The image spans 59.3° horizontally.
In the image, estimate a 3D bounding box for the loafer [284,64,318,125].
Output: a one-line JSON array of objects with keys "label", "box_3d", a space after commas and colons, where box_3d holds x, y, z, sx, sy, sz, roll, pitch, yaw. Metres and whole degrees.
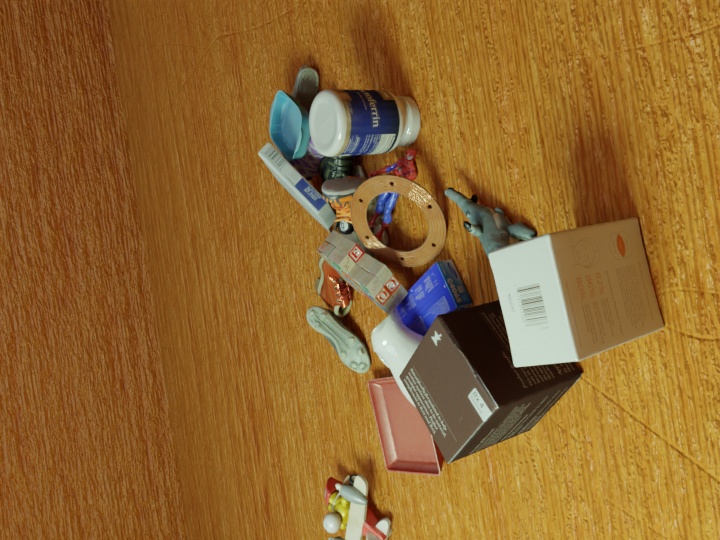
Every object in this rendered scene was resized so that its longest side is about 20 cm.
[{"label": "loafer", "box_3d": [-0.144, -0.392, 1.528, 0.063, 0.070, 0.204, -119, 41, -57]}]

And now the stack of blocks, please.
[{"label": "stack of blocks", "box_3d": [0.000, 0.000, 1.286, 0.115, 0.059, 0.199, 47, 173, -32]}]

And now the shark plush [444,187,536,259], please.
[{"label": "shark plush", "box_3d": [0.206, -0.077, 1.037, 0.203, 0.082, 0.091, 64, 143, 25]}]

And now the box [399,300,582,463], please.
[{"label": "box", "box_3d": [0.201, 0.166, 0.998, 0.168, 0.196, 0.166, 59, 141, 30]}]

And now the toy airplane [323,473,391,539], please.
[{"label": "toy airplane", "box_3d": [-0.020, 0.589, 1.492, 0.198, 0.138, 0.205, -32, 70, 54]}]

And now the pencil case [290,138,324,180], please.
[{"label": "pencil case", "box_3d": [-0.096, -0.299, 1.448, 0.200, 0.083, 0.086, -49, 45, 48]}]

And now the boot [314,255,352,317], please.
[{"label": "boot", "box_3d": [-0.048, 0.024, 1.457, 0.108, 0.074, 0.202, 56, 155, 28]}]

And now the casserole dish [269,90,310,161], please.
[{"label": "casserole dish", "box_3d": [-0.157, -0.328, 1.435, 0.201, 0.038, 0.124, 53, 134, 48]}]

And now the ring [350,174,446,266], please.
[{"label": "ring", "box_3d": [0.072, -0.095, 1.206, 0.195, 0.019, 0.204, 16, 132, 17]}]

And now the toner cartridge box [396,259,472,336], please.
[{"label": "toner cartridge box", "box_3d": [0.130, 0.072, 1.225, 0.200, 0.042, 0.097, -50, 58, 50]}]

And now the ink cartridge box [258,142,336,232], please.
[{"label": "ink cartridge box", "box_3d": [-0.136, -0.186, 1.456, 0.196, 0.043, 0.200, 45, 179, 10]}]

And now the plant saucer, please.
[{"label": "plant saucer", "box_3d": [0.099, 0.323, 1.340, 0.198, 0.036, 0.206, -22, 80, 56]}]

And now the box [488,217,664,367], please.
[{"label": "box", "box_3d": [0.285, 0.027, 0.833, 0.105, 0.196, 0.157, -19, 82, 54]}]

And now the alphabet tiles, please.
[{"label": "alphabet tiles", "box_3d": [0.006, -0.119, 1.397, 0.200, 0.014, 0.200, -47, 56, 50]}]

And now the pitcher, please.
[{"label": "pitcher", "box_3d": [0.108, 0.188, 1.204, 0.199, 0.121, 0.173, 41, 160, 15]}]

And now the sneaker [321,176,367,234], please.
[{"label": "sneaker", "box_3d": [-0.028, -0.126, 1.286, 0.075, 0.200, 0.115, 12, 105, 17]}]

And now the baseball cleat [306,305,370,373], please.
[{"label": "baseball cleat", "box_3d": [-0.041, 0.154, 1.497, 0.070, 0.106, 0.200, -44, 82, 12]}]

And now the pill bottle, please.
[{"label": "pill bottle", "box_3d": [0.011, -0.277, 1.185, 0.115, 0.196, 0.119, 19, 114, 51]}]

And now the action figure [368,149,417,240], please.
[{"label": "action figure", "box_3d": [0.044, -0.154, 1.246, 0.066, 0.097, 0.202, 52, 126, 33]}]

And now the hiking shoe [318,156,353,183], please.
[{"label": "hiking shoe", "box_3d": [-0.035, -0.238, 1.376, 0.201, 0.074, 0.103, 116, 141, -55]}]
